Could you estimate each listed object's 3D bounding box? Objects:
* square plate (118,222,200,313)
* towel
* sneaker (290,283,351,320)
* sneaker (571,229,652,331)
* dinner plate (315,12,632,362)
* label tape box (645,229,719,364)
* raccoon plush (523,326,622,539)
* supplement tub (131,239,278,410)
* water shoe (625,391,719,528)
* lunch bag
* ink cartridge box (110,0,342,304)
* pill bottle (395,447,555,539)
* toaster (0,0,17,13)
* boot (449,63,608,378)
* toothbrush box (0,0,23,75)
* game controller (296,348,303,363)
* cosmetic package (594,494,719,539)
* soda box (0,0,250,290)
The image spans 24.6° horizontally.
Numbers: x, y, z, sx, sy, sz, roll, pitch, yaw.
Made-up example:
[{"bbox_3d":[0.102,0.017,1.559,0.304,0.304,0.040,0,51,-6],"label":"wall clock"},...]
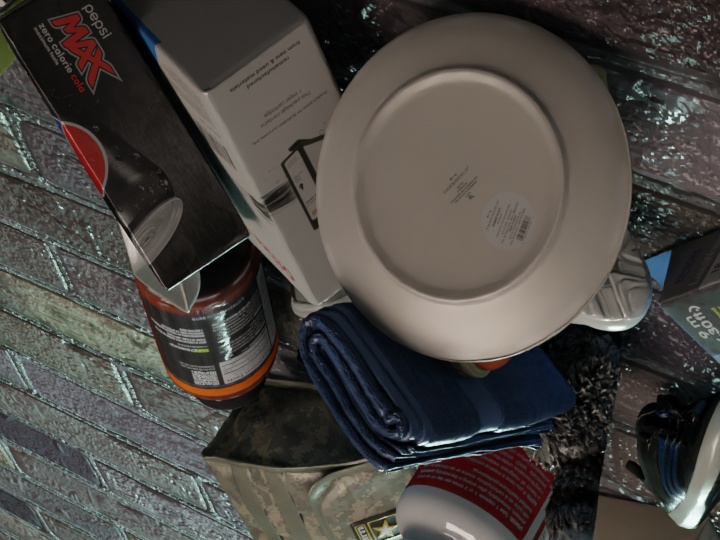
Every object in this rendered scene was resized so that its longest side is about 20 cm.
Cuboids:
[{"bbox_3d":[-0.161,-0.081,1.197,0.200,0.028,0.201,-157,52,-70],"label":"square plate"},{"bbox_3d":[0.047,0.068,1.035,0.049,0.199,0.112,-49,64,29],"label":"towel"},{"bbox_3d":[0.000,0.000,1.244,0.200,0.073,0.081,172,90,-67],"label":"sneaker"},{"bbox_3d":[0.116,-0.011,1.083,0.199,0.078,0.100,33,167,37],"label":"sneaker"},{"bbox_3d":[0.058,-0.048,0.950,0.198,0.203,0.024,23,-170,23],"label":"dinner plate"},{"bbox_3d":[0.261,0.039,0.999,0.144,0.064,0.200,42,152,-11],"label":"label tape box"},{"bbox_3d":[0.105,0.095,1.134,0.132,0.201,0.097,10,136,5],"label":"raccoon plush"},{"bbox_3d":[-0.126,0.038,1.393,0.106,0.107,0.201,25,151,20],"label":"supplement tub"},{"bbox_3d":[0.225,0.122,1.156,0.079,0.072,0.201,37,158,18],"label":"water shoe"},{"bbox_3d":[-0.014,0.195,1.468,0.198,0.118,0.165,4,137,33],"label":"lunch bag"},{"bbox_3d":[-0.065,-0.097,1.085,0.146,0.084,0.201,45,167,44],"label":"ink cartridge box"},{"bbox_3d":[0.097,0.166,1.237,0.111,0.201,0.113,26,152,16],"label":"pill bottle"},{"bbox_3d":[-0.214,-0.252,1.009,0.113,0.130,0.200,39,153,-10],"label":"toaster"},{"bbox_3d":[0.097,-0.031,0.979,0.106,0.075,0.203,8,101,28],"label":"boot"},{"bbox_3d":[-0.322,-0.185,1.162,0.085,0.201,0.146,8,142,42],"label":"toothbrush box"},{"bbox_3d":[0.006,0.069,1.272,0.103,0.043,0.200,14,177,-4],"label":"game controller"},{"bbox_3d":[0.211,0.245,1.373,0.199,0.071,0.106,4,139,46],"label":"cosmetic package"},{"bbox_3d":[-0.152,-0.091,1.059,0.201,0.070,0.063,59,174,-13],"label":"soda box"}]
